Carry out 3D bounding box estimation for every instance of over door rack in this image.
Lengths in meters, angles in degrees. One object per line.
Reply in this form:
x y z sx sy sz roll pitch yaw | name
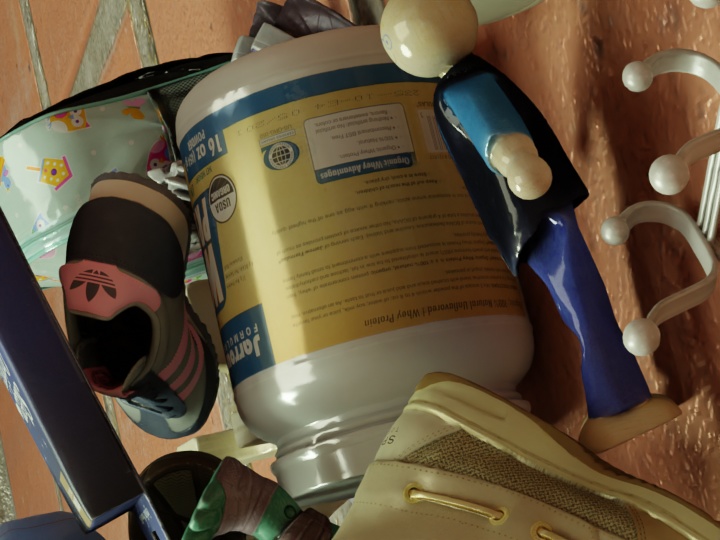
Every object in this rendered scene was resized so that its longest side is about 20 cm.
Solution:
0.136 -0.021 0.567 0.200 0.067 0.148 -123 29 -49 | over door rack

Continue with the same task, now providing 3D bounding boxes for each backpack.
-0.136 -0.046 1.122 0.176 0.200 0.154 147 112 -68 | backpack

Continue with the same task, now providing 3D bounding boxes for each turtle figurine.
0.016 0.159 0.765 0.101 0.200 0.150 -54 -14 -66 | turtle figurine

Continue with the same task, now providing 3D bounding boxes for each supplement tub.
0.000 0.000 0.840 0.145 0.144 0.200 136 123 -67 | supplement tub

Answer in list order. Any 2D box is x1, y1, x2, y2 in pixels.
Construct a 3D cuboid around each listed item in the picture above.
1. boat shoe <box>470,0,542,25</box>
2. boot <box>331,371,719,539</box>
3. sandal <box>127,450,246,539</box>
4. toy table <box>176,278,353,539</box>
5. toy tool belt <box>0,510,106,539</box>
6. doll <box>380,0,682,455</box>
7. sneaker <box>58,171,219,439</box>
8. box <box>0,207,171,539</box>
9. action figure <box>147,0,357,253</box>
0.063 -0.155 0.701 0.200 0.073 0.063 136 119 -73 | boat shoe
0.062 0.143 0.640 0.200 0.156 0.073 30 161 24 | boot
-0.101 0.165 0.968 0.055 0.082 0.200 -100 12 -51 | sandal
-0.030 0.090 1.014 0.200 0.117 0.184 121 136 -60 | toy table
-0.152 0.172 0.876 0.200 0.125 0.123 42 128 36 | toy tool belt
0.066 -0.027 0.701 0.200 0.048 0.136 65 -174 5 | doll
-0.119 0.042 0.894 0.200 0.070 0.082 83 -159 -51 | sneaker
-0.146 0.056 0.831 0.200 0.032 0.121 61 166 5 | box
-0.077 -0.061 0.988 0.200 0.069 0.130 -58 3 -8 | action figure
